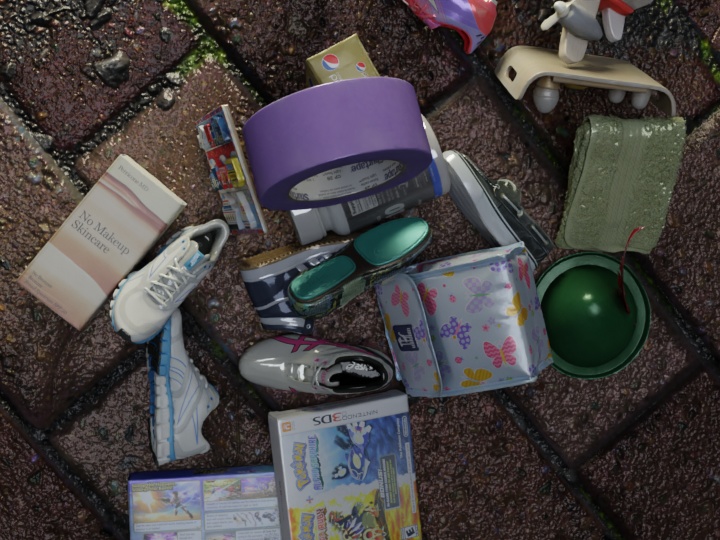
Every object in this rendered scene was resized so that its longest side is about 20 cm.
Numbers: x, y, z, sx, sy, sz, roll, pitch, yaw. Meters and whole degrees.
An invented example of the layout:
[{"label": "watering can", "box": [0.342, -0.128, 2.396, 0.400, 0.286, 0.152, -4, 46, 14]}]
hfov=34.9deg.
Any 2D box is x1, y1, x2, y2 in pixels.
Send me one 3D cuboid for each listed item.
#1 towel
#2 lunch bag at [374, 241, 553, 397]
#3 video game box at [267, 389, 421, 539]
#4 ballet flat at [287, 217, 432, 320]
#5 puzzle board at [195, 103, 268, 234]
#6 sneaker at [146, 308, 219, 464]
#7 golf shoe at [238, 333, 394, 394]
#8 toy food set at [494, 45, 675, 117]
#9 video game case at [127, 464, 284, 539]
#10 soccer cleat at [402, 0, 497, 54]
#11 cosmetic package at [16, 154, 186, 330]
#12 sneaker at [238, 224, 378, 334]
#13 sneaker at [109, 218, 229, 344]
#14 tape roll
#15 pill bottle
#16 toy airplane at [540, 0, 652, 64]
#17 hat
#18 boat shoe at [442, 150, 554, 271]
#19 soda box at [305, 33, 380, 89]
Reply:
[{"label": "towel", "box": [0.336, -0.108, 1.472, 0.148, 0.036, 0.200, -1, 124, -9]}, {"label": "lunch bag", "box": [0.122, 0.068, 1.448, 0.200, 0.127, 0.170, -10, 96, 27]}, {"label": "video game box", "box": [-0.018, 0.267, 1.478, 0.182, 0.047, 0.200, -9, 96, -19]}, {"label": "ballet flat", "box": [0.000, 0.000, 1.410, 0.200, 0.074, 0.074, -26, 98, -14]}, {"label": "puzzle board", "box": [-0.159, -0.115, 1.369, 0.017, 0.200, 0.151, -19, 97, -15]}, {"label": "sneaker", "box": [-0.223, 0.142, 1.451, 0.087, 0.075, 0.200, -3, 98, -21]}, {"label": "golf shoe", "box": [-0.057, 0.120, 1.456, 0.200, 0.092, 0.073, 0, 95, -2]}, {"label": "toy food set", "box": [0.280, -0.230, 1.441, 0.200, 0.144, 0.060, 7, 112, -8]}, {"label": "video game case", "box": [-0.196, 0.348, 1.484, 0.200, 0.045, 0.181, -2, 96, -7]}, {"label": "soccer cleat", "box": [0.079, -0.351, 1.446, 0.200, 0.067, 0.076, 28, 96, -11]}, {"label": "cosmetic package", "box": [-0.317, -0.036, 1.414, 0.103, 0.087, 0.200, 38, 90, -7]}, {"label": "sneaker", "box": [-0.047, 0.014, 1.461, 0.200, 0.070, 0.109, -17, 105, -11]}, {"label": "sneaker", "box": [-0.226, 0.003, 1.379, 0.075, 0.087, 0.200, 43, 53, -14]}, {"label": "tape roll", "box": [-0.025, -0.138, 1.277, 0.200, 0.200, 0.085, -14, 81, -5]}, {"label": "pill bottle", "box": [0.001, -0.112, 1.431, 0.200, 0.114, 0.114, -23, 97, -4]}, {"label": "toy airplane", "box": [0.280, -0.373, 1.426, 0.199, 0.141, 0.200, -27, 84, -23]}, {"label": "hat", "box": [0.308, 0.062, 1.447, 0.166, 0.176, 0.200, -33, 100, -1]}, {"label": "boat shoe", "box": [0.176, -0.085, 1.484, 0.071, 0.072, 0.200, -42, 109, -9]}, {"label": "soda box", "box": [-0.022, -0.220, 1.373, 0.068, 0.200, 0.064, -29, 91, -3]}]
